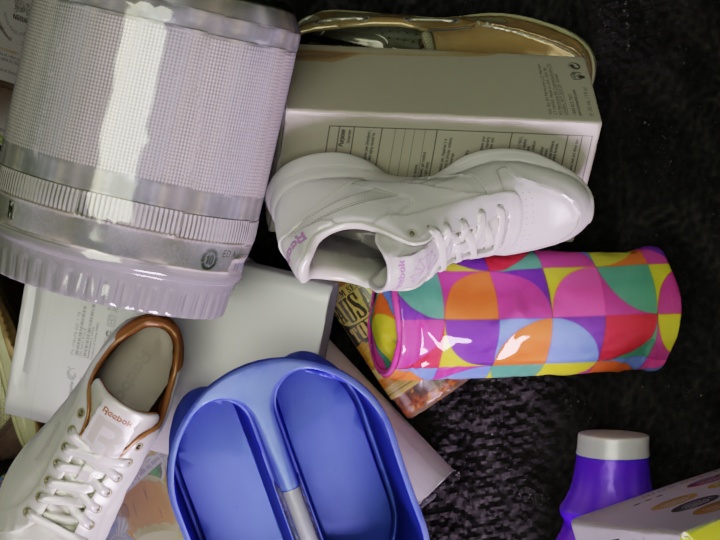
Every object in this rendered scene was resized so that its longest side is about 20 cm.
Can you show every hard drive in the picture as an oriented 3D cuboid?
[{"bbox_3d":[-0.122,0.050,1.575,0.200,0.027,0.132,13,100,12],"label":"hard drive"}]

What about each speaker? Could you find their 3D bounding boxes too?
[{"bbox_3d":[-0.032,0.088,1.613,0.081,0.081,0.200,-44,86,9],"label":"speaker"}]

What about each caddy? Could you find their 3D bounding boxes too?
[{"bbox_3d":[-0.039,0.144,1.499,0.141,0.105,0.200,-20,104,-4],"label":"caddy"}]

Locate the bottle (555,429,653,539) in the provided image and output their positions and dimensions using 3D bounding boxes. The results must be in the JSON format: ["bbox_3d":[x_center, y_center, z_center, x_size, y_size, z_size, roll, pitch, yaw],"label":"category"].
[{"bbox_3d":[0.161,0.205,1.594,0.083,0.065,0.200,3,94,11],"label":"bottle"}]

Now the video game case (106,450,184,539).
[{"bbox_3d":[-0.088,0.187,1.586,0.182,0.200,0.023,45,139,4],"label":"video game case"}]

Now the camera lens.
[{"bbox_3d":[-0.129,-0.085,1.461,0.160,0.160,0.200,13,95,9],"label":"camera lens"}]

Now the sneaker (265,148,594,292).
[{"bbox_3d":[0.045,-0.020,1.484,0.200,0.100,0.075,-3,131,-7],"label":"sneaker"}]

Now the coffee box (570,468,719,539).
[{"bbox_3d":[0.275,0.215,1.479,0.199,0.198,0.200,-18,90,-14],"label":"coffee box"}]

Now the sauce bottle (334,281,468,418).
[{"bbox_3d":[0.000,0.000,1.611,0.066,0.066,0.200,-36,86,10],"label":"sauce bottle"}]

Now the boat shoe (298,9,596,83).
[{"bbox_3d":[0.051,-0.133,1.587,0.200,0.076,0.072,3,92,8],"label":"boat shoe"}]

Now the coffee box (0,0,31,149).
[{"bbox_3d":[-0.262,-0.126,1.594,0.113,0.080,0.200,0,75,37],"label":"coffee box"}]

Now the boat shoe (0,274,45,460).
[{"bbox_3d":[-0.260,0.033,1.651,0.065,0.073,0.200,-18,89,7],"label":"boat shoe"}]

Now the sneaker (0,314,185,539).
[{"bbox_3d":[-0.169,0.111,1.499,0.073,0.085,0.200,26,78,-5],"label":"sneaker"}]

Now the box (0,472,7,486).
[{"bbox_3d":[-0.273,0.244,1.575,0.193,0.200,0.122,-41,86,31],"label":"box"}]

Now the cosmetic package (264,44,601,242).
[{"bbox_3d":[0.042,-0.080,1.546,0.200,0.071,0.105,3,131,-10],"label":"cosmetic package"}]

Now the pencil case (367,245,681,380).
[{"bbox_3d":[0.104,0.026,1.553,0.200,0.088,0.089,-1,93,-16],"label":"pencil case"}]
